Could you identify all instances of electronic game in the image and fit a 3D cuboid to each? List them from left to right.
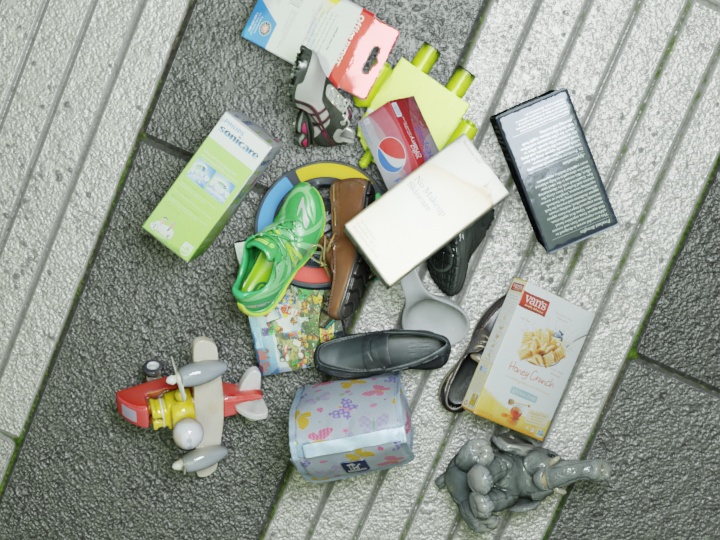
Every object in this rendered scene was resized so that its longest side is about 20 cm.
[{"bbox_3d":[-0.055,-0.066,1.714,0.197,0.042,0.202,-3,66,7],"label":"electronic game"}]

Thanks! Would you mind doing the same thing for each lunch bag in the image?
[{"bbox_3d":[-0.012,0.226,1.708,0.167,0.200,0.129,-12,96,3],"label":"lunch bag"}]

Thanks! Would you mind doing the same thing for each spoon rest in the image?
[{"bbox_3d":[0.091,0.041,1.718,0.098,0.061,0.201,-15,127,18],"label":"spoon rest"}]

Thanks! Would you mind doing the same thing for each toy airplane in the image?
[{"bbox_3d":[-0.230,0.205,1.743,0.198,0.142,0.200,-35,118,22],"label":"toy airplane"}]

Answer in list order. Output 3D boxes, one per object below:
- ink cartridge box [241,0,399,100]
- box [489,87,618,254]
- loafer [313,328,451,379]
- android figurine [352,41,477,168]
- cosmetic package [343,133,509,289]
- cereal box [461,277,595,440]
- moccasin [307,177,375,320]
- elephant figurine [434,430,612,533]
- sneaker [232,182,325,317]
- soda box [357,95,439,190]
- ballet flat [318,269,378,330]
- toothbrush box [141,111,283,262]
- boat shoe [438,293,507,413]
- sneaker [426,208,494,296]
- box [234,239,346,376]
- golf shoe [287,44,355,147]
[{"bbox_3d":[-0.054,-0.335,1.706,0.198,0.067,0.117,29,97,-1],"label":"ink cartridge box"},{"bbox_3d":[0.266,-0.141,1.676,0.106,0.148,0.202,-21,96,5],"label":"box"},{"bbox_3d":[0.031,0.114,1.720,0.198,0.071,0.069,-3,69,-2],"label":"loafer"},{"bbox_3d":[0.074,-0.220,1.730,0.181,0.041,0.201,36,96,-2],"label":"android figurine"},{"bbox_3d":[0.084,-0.076,1.577,0.199,0.073,0.104,-39,88,-4],"label":"cosmetic package"},{"bbox_3d":[0.241,0.128,1.720,0.143,0.039,0.202,23,89,-31],"label":"cereal box"},{"bbox_3d":[-0.027,-0.031,1.642,0.077,0.074,0.204,0,76,15],"label":"moccasin"},{"bbox_3d":[0.234,0.299,1.750,0.198,0.156,0.143,-10,134,-21],"label":"elephant figurine"},{"bbox_3d":[-0.111,-0.031,1.649,0.073,0.084,0.202,23,79,22],"label":"sneaker"},{"bbox_3d":[0.075,-0.134,1.661,0.070,0.063,0.202,-28,85,40],"label":"soda box"},{"bbox_3d":[0.000,0.000,1.733,0.199,0.068,0.076,-38,87,-14],"label":"ballet flat"},{"bbox_3d":[-0.206,-0.121,1.701,0.086,0.146,0.201,36,97,-2],"label":"toothbrush box"},{"bbox_3d":[0.184,0.127,1.750,0.074,0.073,0.201,30,98,-1],"label":"boat shoe"},{"bbox_3d":[0.151,-0.058,1.728,0.090,0.076,0.202,-10,119,-34],"label":"sneaker"},{"bbox_3d":[-0.100,0.044,1.771,0.135,0.038,0.203,-11,96,4],"label":"box"},{"bbox_3d":[-0.052,-0.240,1.662,0.087,0.200,0.078,10,66,8],"label":"golf shoe"}]
